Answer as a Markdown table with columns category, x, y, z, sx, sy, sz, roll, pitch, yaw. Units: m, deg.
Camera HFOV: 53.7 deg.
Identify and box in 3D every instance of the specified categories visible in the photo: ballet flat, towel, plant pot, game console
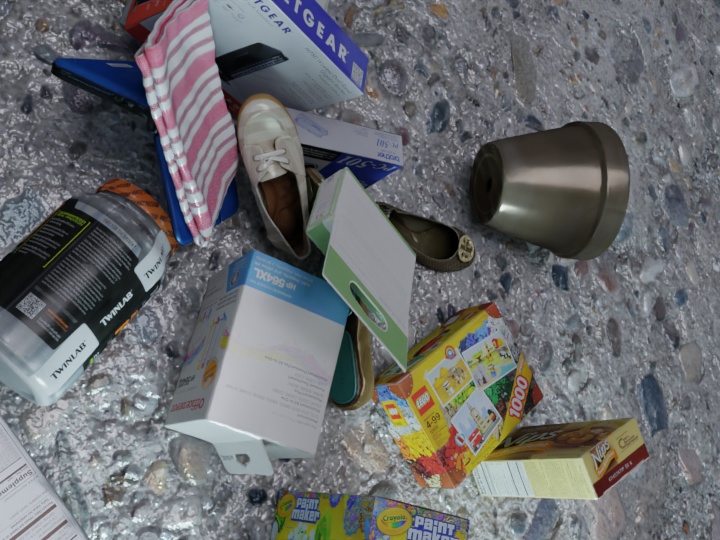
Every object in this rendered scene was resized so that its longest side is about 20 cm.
| category | x | y | z | sx | sy | sz | roll | pitch | yaw |
| --- | --- | --- | --- | --- | --- | --- | --- | --- | --- |
| ballet flat | 0.084 | -0.048 | 0.966 | 0.198 | 0.046 | 0.069 | 20 | 68 | -28 |
| towel | -0.152 | -0.143 | 0.671 | 0.148 | 0.029 | 0.202 | -82 | 168 | -50 |
| ballet flat | -0.017 | 0.067 | 0.870 | 0.063 | 0.068 | 0.204 | 15 | 69 | -59 |
| plant pot | 0.258 | -0.118 | 1.031 | 0.170 | 0.200 | 0.204 | 1 | 76 | -16 |
| game console | -0.210 | -0.131 | 0.739 | 0.168 | 0.200 | 0.120 | 24 | 106 | 0 |

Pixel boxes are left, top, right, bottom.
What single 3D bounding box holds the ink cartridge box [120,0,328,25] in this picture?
| category | x | y | z | sx | sy | sz | roll | pitch | yaw |
| --- | --- | --- | --- | --- | --- | --- | --- | --- | --- |
| ink cartridge box | -0.154 | -0.305 | 0.817 | 0.198 | 0.146 | 0.084 | 19 | 69 | -27 |

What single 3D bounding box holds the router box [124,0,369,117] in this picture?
| category | x | y | z | sx | sy | sz | roll | pitch | yaw |
| --- | --- | --- | --- | --- | --- | --- | --- | --- | --- |
| router box | -0.118 | -0.244 | 0.767 | 0.199 | 0.177 | 0.050 | 33 | 59 | -47 |

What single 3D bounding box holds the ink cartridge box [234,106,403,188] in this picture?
| category | x | y | z | sx | sy | sz | roll | pitch | yaw |
| --- | --- | --- | --- | --- | --- | --- | --- | --- | --- |
| ink cartridge box | -0.053 | -0.149 | 0.874 | 0.197 | 0.094 | 0.045 | 6 | 74 | -31 |

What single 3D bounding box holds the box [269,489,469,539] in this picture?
| category | x | y | z | sx | sy | sz | roll | pitch | yaw |
| --- | --- | --- | --- | --- | --- | --- | --- | --- | --- |
| box | -0.009 | 0.331 | 0.710 | 0.121 | 0.199 | 0.196 | 22 | 67 | -26 |

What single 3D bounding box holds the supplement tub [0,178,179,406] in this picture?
| category | x | y | z | sx | sy | sz | roll | pitch | yaw |
| --- | --- | --- | --- | --- | --- | --- | --- | --- | --- |
| supplement tub | -0.269 | 0.014 | 0.671 | 0.123 | 0.122 | 0.201 | 45 | 59 | -15 |

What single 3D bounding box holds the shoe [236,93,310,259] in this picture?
| category | x | y | z | sx | sy | sz | roll | pitch | yaw |
| --- | --- | --- | --- | --- | --- | --- | --- | --- | --- |
| shoe | -0.088 | -0.099 | 0.793 | 0.069 | 0.054 | 0.202 | -20 | 131 | -12 |

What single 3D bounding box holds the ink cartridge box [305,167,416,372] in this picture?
| category | x | y | z | sx | sy | sz | roll | pitch | yaw |
| --- | --- | --- | --- | --- | --- | --- | --- | --- | --- |
| ink cartridge box | 0.000 | 0.000 | 0.758 | 0.146 | 0.048 | 0.201 | 50 | 30 | -26 |

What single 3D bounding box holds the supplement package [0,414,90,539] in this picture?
| category | x | y | z | sx | sy | sz | roll | pitch | yaw |
| --- | --- | --- | --- | --- | --- | --- | --- | --- | --- |
| supplement package | -0.329 | 0.186 | 0.543 | 0.147 | 0.190 | 0.202 | -37 | 98 | -33 |

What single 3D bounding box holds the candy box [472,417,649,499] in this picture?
| category | x | y | z | sx | sy | sz | roll | pitch | yaw |
| --- | --- | --- | --- | --- | --- | --- | --- | --- | --- |
| candy box | 0.245 | 0.238 | 0.901 | 0.114 | 0.199 | 0.056 | -19 | 86 | -35 |

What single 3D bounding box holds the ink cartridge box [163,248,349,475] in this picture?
| category | x | y | z | sx | sy | sz | roll | pitch | yaw |
| --- | --- | --- | --- | --- | --- | --- | --- | --- | --- |
| ink cartridge box | -0.110 | 0.106 | 0.747 | 0.124 | 0.128 | 0.203 | 25 | 64 | -25 |

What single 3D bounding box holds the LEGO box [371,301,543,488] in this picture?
| category | x | y | z | sx | sy | sz | roll | pitch | yaw |
| --- | --- | --- | --- | --- | --- | --- | --- | --- | --- |
| LEGO box | 0.125 | 0.157 | 0.919 | 0.199 | 0.077 | 0.150 | -34 | 97 | -35 |

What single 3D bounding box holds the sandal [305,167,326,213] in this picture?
| category | x | y | z | sx | sy | sz | roll | pitch | yaw |
| --- | --- | --- | --- | --- | --- | --- | --- | --- | --- |
| sandal | -0.004 | -0.058 | 0.889 | 0.200 | 0.080 | 0.054 | 45 | 70 | -22 |
